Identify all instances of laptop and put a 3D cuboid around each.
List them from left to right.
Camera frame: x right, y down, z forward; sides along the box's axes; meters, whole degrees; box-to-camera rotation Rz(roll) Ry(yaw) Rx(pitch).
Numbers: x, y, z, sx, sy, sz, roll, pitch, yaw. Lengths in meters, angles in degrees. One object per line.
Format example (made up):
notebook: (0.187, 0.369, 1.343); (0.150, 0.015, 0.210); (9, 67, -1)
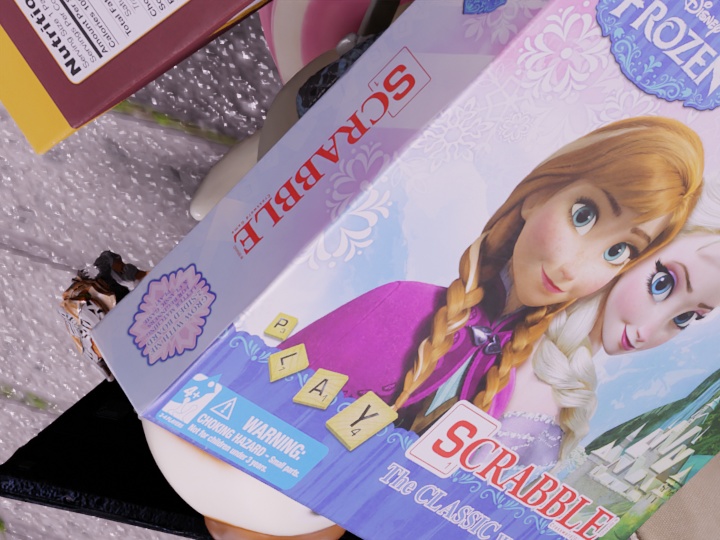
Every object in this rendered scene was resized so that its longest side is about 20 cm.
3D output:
laptop: (-0.027, 0.101, 1.177); (0.177, 0.200, 0.103); (9, 118, 26)

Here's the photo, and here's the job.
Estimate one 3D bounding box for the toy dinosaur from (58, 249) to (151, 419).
toy dinosaur: (-0.015, 0.033, 1.119); (0.200, 0.136, 0.102); (33, 140, 0)

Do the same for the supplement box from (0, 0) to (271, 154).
supplement box: (-0.022, -0.165, 0.838); (0.200, 0.197, 0.133); (-31, 96, 42)

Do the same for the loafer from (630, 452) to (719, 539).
loafer: (0.166, 0.075, 1.040); (0.076, 0.068, 0.200); (43, 137, -16)

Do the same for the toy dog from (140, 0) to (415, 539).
toy dog: (0.000, 0.000, 0.944); (0.194, 0.200, 0.140); (10, 135, 25)

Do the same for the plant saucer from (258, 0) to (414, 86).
plant saucer: (0.045, -0.080, 1.029); (0.200, 0.051, 0.201); (18, 140, 16)

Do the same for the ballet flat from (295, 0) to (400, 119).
ballet flat: (0.055, -0.100, 0.882); (0.074, 0.200, 0.074); (36, 157, 18)

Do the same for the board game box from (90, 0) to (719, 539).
board game box: (0.058, -0.002, 0.818); (0.200, 0.041, 0.200); (-46, 137, 11)
